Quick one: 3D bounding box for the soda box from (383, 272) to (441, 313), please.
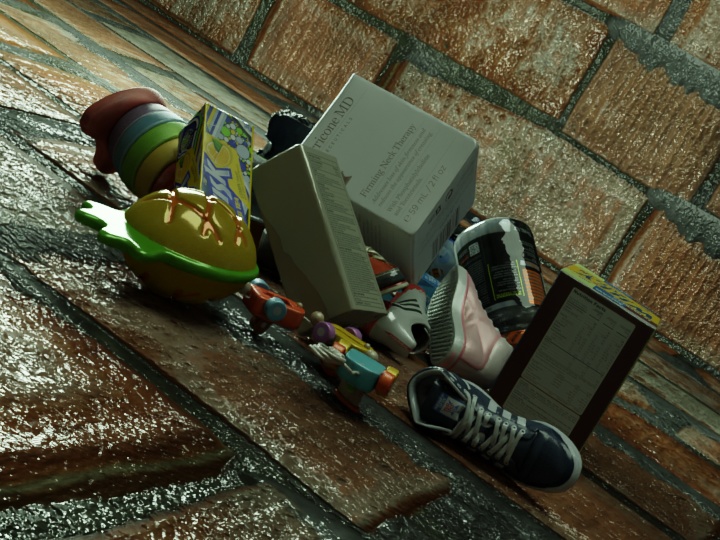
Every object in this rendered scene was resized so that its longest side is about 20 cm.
[{"bbox_3d":[0.046,0.016,1.834,0.199,0.068,0.064,33,10,12],"label":"soda box"}]

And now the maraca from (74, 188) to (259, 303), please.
[{"bbox_3d":[-0.183,-0.027,1.246,0.199,0.108,0.137,11,15,-47],"label":"maraca"}]

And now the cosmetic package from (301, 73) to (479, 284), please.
[{"bbox_3d":[0.032,-0.116,1.726,0.198,0.168,0.167,30,-21,16],"label":"cosmetic package"}]

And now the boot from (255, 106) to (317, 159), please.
[{"bbox_3d":[-0.112,-0.139,1.831,0.076,0.169,0.200,26,11,-23],"label":"boot"}]

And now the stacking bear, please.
[{"bbox_3d":[-0.230,-0.116,1.537,0.200,0.113,0.122,48,-18,27],"label":"stacking bear"}]

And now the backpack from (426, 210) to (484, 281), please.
[{"bbox_3d":[0.176,0.006,2.042,0.188,0.156,0.200,22,16,0],"label":"backpack"}]

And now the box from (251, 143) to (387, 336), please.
[{"bbox_3d":[-0.048,-0.032,1.460,0.095,0.077,0.203,14,55,-62],"label":"box"}]

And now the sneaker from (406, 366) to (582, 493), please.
[{"bbox_3d":[0.131,0.164,1.342,0.199,0.071,0.108,30,2,40],"label":"sneaker"}]

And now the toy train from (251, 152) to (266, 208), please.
[{"bbox_3d":[-0.185,-0.127,1.705,0.198,0.087,0.114,31,-21,0],"label":"toy train"}]

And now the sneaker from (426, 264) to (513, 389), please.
[{"bbox_3d":[0.147,0.082,1.711,0.104,0.076,0.201,30,31,-17],"label":"sneaker"}]

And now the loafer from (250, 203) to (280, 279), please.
[{"bbox_3d":[-0.110,-0.025,1.593,0.198,0.074,0.072,25,16,21],"label":"loafer"}]

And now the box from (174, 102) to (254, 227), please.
[{"bbox_3d":[-0.164,-0.085,1.429,0.069,0.064,0.202,24,44,-29],"label":"box"}]

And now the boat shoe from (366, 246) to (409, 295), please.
[{"bbox_3d":[0.000,0.000,1.616,0.070,0.064,0.200,-12,7,-21],"label":"boat shoe"}]

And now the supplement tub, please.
[{"bbox_3d":[0.207,0.037,1.855,0.122,0.122,0.202,22,48,-41],"label":"supplement tub"}]

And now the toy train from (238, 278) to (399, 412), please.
[{"bbox_3d":[-0.048,0.080,1.290,0.149,0.056,0.200,23,9,-33],"label":"toy train"}]

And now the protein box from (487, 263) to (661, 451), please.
[{"bbox_3d":[0.269,0.114,1.628,0.134,0.202,0.198,32,10,12],"label":"protein box"}]

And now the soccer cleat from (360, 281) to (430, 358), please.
[{"bbox_3d":[0.058,0.067,1.648,0.085,0.069,0.200,41,14,9],"label":"soccer cleat"}]
